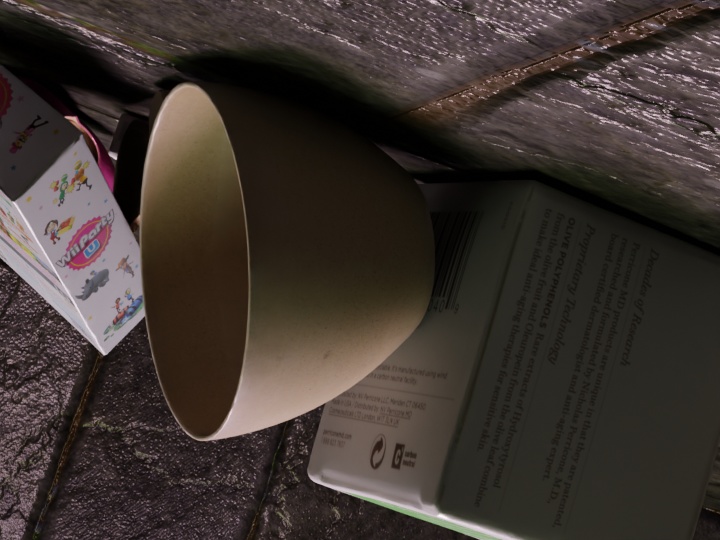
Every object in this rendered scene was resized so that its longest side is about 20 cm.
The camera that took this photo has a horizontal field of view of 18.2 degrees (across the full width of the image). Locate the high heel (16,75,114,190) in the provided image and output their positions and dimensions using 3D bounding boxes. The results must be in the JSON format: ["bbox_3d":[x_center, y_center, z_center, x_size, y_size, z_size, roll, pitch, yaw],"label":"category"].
[{"bbox_3d":[-0.210,-0.085,1.616,0.096,0.068,0.200,27,166,33],"label":"high heel"}]

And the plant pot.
[{"bbox_3d":[-0.035,-0.009,1.289,0.133,0.202,0.200,-4,-177,-22],"label":"plant pot"}]

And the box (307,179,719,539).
[{"bbox_3d":[0.100,0.065,1.349,0.170,0.202,0.199,19,173,-23],"label":"box"}]

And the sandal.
[{"bbox_3d":[-0.113,-0.065,1.459,0.069,0.078,0.212,6,169,-13],"label":"sandal"}]

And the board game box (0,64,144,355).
[{"bbox_3d":[-0.216,-0.052,1.451,0.147,0.064,0.200,39,166,27],"label":"board game box"}]

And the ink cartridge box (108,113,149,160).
[{"bbox_3d":[-0.109,-0.063,1.639,0.094,0.037,0.200,17,171,14],"label":"ink cartridge box"}]
